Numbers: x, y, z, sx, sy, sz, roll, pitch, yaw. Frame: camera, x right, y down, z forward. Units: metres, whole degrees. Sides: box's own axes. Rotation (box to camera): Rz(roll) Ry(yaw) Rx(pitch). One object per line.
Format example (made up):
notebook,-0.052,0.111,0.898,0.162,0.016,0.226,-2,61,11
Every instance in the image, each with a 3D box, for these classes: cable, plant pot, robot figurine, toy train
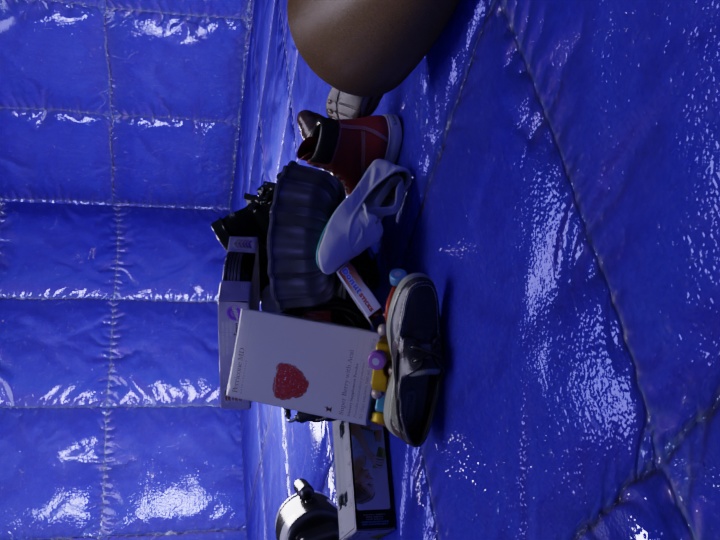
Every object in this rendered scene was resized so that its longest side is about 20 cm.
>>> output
cable,-0.056,0.118,1.309,0.051,0.161,0.203,32,-133,-58
plant pot,0.036,-0.323,1.029,0.199,0.184,0.190,-21,68,61
robot figurine,-0.078,0.448,1.520,0.152,0.123,0.200,-66,13,-4
toy train,0.054,0.108,1.145,0.151,0.055,0.202,-64,-22,-50

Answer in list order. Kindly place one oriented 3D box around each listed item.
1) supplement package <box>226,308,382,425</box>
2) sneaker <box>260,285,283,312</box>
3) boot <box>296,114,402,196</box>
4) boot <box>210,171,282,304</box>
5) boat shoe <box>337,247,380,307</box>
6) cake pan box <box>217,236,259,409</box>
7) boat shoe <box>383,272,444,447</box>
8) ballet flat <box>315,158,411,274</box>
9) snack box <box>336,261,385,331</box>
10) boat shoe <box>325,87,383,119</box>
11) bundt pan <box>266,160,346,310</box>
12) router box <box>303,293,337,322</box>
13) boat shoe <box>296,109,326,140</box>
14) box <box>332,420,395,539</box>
supplement package,-0.063,0.128,1.216,0.120,0.197,0.123,20,-101,-76
sneaker,-0.130,0.116,1.442,0.085,0.072,0.202,-50,-36,-34
boot,-0.028,-0.136,1.300,0.073,0.142,0.202,-112,24,-45
boot,-0.130,-0.049,1.437,0.200,0.161,0.074,61,177,-35
boat shoe,0.000,0.000,1.342,0.075,0.061,0.203,-75,-8,-55
cake pan box,-0.179,0.073,1.339,0.185,0.051,0.203,-96,9,-57
boat shoe,0.069,0.107,1.043,0.066,0.071,0.204,-147,60,-62
ballet flat,0.010,-0.073,1.151,0.201,0.069,0.070,-58,-8,-37
snack box,0.005,0.040,1.208,0.072,0.024,0.200,55,178,11
boat shoe,0.017,-0.293,1.268,0.076,0.071,0.201,44,124,16
bundt pan,-0.062,-0.044,1.204,0.202,0.074,0.206,4,-90,-79
router box,-0.051,0.035,1.464,0.200,0.048,0.183,-64,-20,-74
boat shoe,-0.046,-0.193,1.378,0.072,0.072,0.200,50,-171,21
box,0.001,0.290,1.320,0.117,0.059,0.203,117,152,-61
